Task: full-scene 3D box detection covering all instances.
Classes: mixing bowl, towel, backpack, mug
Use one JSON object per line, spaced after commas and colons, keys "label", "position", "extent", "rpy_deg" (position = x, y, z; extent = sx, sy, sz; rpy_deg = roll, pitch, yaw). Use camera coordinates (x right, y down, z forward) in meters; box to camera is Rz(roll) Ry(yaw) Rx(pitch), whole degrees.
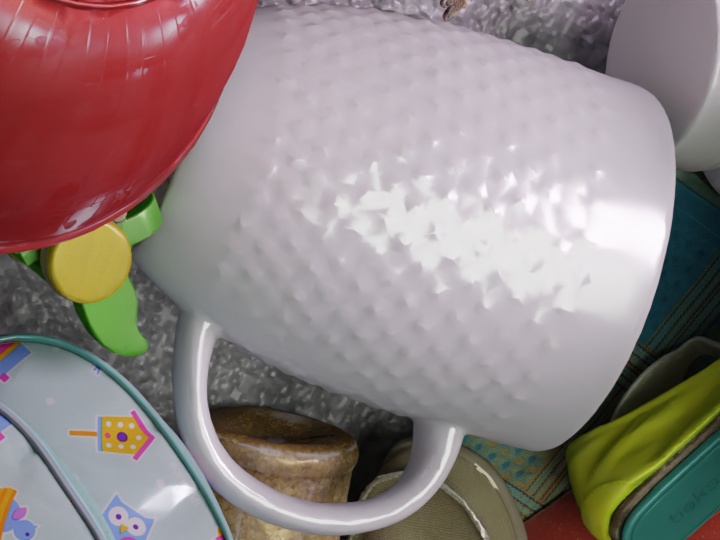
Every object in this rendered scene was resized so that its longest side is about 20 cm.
{"label": "mixing bowl", "position": [-0.103, -0.111, 0.700], "extent": [0.199, 0.108, 0.201], "rpy_deg": [6, 78, -29]}
{"label": "towel", "position": [0.113, 0.061, 0.992], "extent": [0.147, 0.022, 0.200], "rpy_deg": [36, 98, -26]}
{"label": "backpack", "position": [-0.142, 0.119, 0.821], "extent": [0.200, 0.153, 0.176], "rpy_deg": [-33, 74, -22]}
{"label": "mug", "position": [0.000, 0.000, 0.865], "extent": [0.175, 0.148, 0.201], "rpy_deg": [17, 85, -17]}

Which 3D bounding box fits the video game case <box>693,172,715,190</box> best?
{"label": "video game case", "position": [0.205, -0.037, 1.023], "extent": [0.200, 0.022, 0.182], "rpy_deg": [-49, 117, -6]}

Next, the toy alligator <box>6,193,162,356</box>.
{"label": "toy alligator", "position": [-0.122, -0.050, 0.770], "extent": [0.054, 0.059, 0.200], "rpy_deg": [-46, 120, -9]}

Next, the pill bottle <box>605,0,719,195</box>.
{"label": "pill bottle", "position": [0.204, -0.071, 0.940], "extent": [0.199, 0.111, 0.111], "rpy_deg": [7, 100, -26]}

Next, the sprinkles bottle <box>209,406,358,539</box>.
{"label": "sprinkles bottle", "position": [-0.048, 0.159, 0.932], "extent": [0.068, 0.068, 0.201], "rpy_deg": [5, 101, -25]}

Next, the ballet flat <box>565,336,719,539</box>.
{"label": "ballet flat", "position": [0.169, 0.041, 0.951], "extent": [0.200, 0.067, 0.067], "rpy_deg": [-35, 133, -1]}

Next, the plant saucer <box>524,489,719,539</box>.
{"label": "plant saucer", "position": [0.143, 0.173, 1.016], "extent": [0.200, 0.037, 0.200], "rpy_deg": [-35, 118, -2]}

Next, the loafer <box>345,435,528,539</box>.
{"label": "loafer", "position": [0.023, 0.168, 0.937], "extent": [0.068, 0.075, 0.201], "rpy_deg": [-27, 121, -65]}

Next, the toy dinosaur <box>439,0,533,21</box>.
{"label": "toy dinosaur", "position": [0.008, -0.164, 0.872], "extent": [0.200, 0.135, 0.086], "rpy_deg": [-21, 136, -43]}
